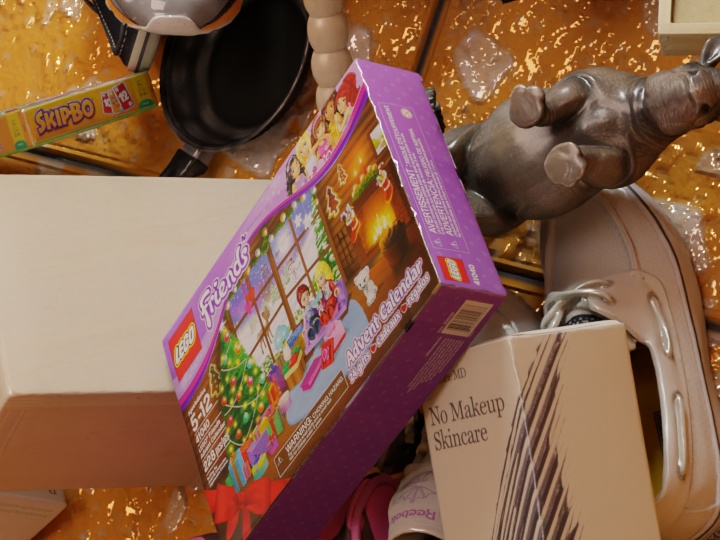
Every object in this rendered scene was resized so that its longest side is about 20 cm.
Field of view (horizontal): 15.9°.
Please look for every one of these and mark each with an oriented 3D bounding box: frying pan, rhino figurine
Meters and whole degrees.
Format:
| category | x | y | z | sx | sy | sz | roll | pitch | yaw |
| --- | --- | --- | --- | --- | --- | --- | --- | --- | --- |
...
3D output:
| category | x | y | z | sx | sy | sz | roll | pitch | yaw |
| --- | --- | --- | --- | --- | --- | --- | --- | --- | --- |
| frying pan | -0.073 | -0.082 | 1.412 | 0.114 | 0.031 | 0.192 | 1 | 76 | 43 |
| rhino figurine | 0.104 | -0.063 | 1.179 | 0.199 | 0.087 | 0.060 | -21 | 83 | 34 |

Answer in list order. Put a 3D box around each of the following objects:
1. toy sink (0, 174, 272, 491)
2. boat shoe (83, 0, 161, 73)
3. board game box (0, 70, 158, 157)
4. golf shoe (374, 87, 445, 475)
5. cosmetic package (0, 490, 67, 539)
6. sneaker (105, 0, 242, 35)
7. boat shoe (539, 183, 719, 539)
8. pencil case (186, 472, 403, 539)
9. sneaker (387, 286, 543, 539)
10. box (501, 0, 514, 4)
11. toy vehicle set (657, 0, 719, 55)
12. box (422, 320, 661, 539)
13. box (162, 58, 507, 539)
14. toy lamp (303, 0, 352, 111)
| category | x | y | z | sx | sy | sz | roll | pitch | yaw |
| --- | --- | --- | --- | --- | --- | --- | --- | --- | --- |
| toy sink | -0.114 | 0.035 | 1.339 | 0.112 | 0.199 | 0.131 | -55 | 43 | 50 |
| boat shoe | -0.152 | -0.193 | 1.484 | 0.075 | 0.062 | 0.201 | 116 | 146 | -48 |
| board game box | -0.213 | -0.075 | 1.472 | 0.199 | 0.095 | 0.030 | -15 | 96 | 46 |
| golf shoe | 0.000 | 0.000 | 1.272 | 0.087 | 0.077 | 0.202 | 6 | 69 | 13 |
| cosmetic package | -0.247 | 0.061 | 1.452 | 0.085 | 0.107 | 0.201 | -41 | 53 | 33 |
| sneaker | -0.099 | -0.205 | 1.404 | 0.078 | 0.078 | 0.201 | 3 | 47 | -3 |
| boat shoe | 0.117 | 0.033 | 1.192 | 0.071 | 0.070 | 0.201 | -28 | 59 | 29 |
| pencil case | -0.047 | 0.160 | 1.268 | 0.199 | 0.091 | 0.094 | -20 | 31 | 35 |
| sneaker | 0.057 | 0.095 | 1.200 | 0.075 | 0.099 | 0.202 | -20 | 62 | 34 |
| box | 0.112 | -0.242 | 1.262 | 0.142 | 0.036 | 0.201 | -14 | 70 | 5 |
| toy vehicle set | 0.205 | -0.199 | 1.197 | 0.123 | 0.027 | 0.202 | 1 | 74 | 14 |
| box | 0.085 | 0.128 | 1.124 | 0.082 | 0.068 | 0.202 | -20 | 78 | 56 |
| box | -0.018 | 0.023 | 1.176 | 0.200 | 0.039 | 0.137 | -54 | 40 | 35 |
| toy lamp | -0.020 | -0.134 | 1.300 | 0.058 | 0.058 | 0.202 | 13 | 118 | 41 |
